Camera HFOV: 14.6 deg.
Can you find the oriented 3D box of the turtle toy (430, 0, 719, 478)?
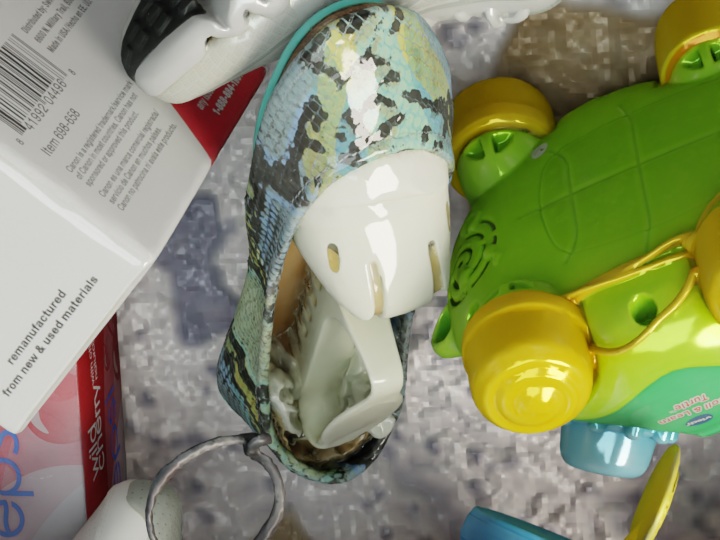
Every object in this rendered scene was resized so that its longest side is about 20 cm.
[{"bbox_3d":[0.115,-0.007,0.870,0.200,0.146,0.101,-22,127,16],"label":"turtle toy"}]

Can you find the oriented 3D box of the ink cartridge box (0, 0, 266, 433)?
[{"bbox_3d":[-0.145,-0.066,0.868,0.200,0.144,0.084,37,119,-7],"label":"ink cartridge box"}]

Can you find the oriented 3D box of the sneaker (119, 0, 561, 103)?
[{"bbox_3d":[0.021,-0.101,0.856,0.200,0.075,0.081,-31,120,0],"label":"sneaker"}]

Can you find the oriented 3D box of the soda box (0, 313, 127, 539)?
[{"bbox_3d":[-0.118,0.090,0.975,0.070,0.063,0.201,1,113,8],"label":"soda box"}]

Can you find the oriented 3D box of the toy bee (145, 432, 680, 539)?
[{"bbox_3d":[0.048,0.117,0.812,0.199,0.109,0.131,-1,101,-24],"label":"toy bee"}]

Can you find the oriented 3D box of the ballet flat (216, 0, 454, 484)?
[{"bbox_3d":[0.000,0.000,0.877,0.074,0.074,0.200,14,145,3],"label":"ballet flat"}]

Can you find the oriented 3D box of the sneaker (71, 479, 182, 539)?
[{"bbox_3d":[-0.123,0.145,0.926,0.080,0.070,0.201,30,112,-2],"label":"sneaker"}]
